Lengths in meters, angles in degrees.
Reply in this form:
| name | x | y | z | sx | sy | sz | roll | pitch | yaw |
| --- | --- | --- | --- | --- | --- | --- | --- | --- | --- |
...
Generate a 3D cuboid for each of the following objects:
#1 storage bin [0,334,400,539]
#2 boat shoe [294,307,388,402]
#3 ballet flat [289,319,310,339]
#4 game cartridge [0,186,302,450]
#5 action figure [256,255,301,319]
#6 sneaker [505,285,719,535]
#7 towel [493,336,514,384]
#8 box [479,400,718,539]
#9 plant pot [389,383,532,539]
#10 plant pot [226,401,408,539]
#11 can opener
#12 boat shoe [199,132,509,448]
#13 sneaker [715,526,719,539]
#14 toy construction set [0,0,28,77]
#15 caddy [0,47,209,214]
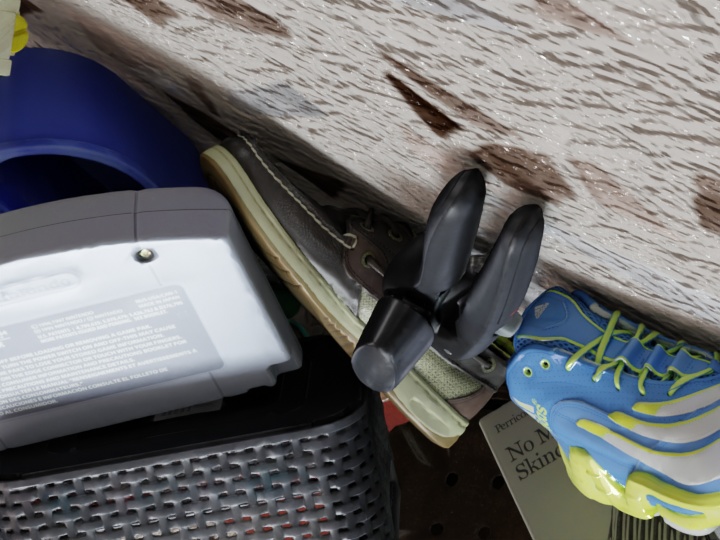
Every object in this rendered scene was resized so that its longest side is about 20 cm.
| name | x | y | z | sx | sy | sz | roll | pitch | yaw |
| --- | --- | --- | --- | --- | --- | --- | --- | --- | --- |
| storage bin | -0.084 | 0.110 | 1.035 | 0.198 | 0.095 | 0.135 | -11 | -164 | 5 |
| boat shoe | -0.009 | 0.042 | 1.266 | 0.071 | 0.076 | 0.200 | 29 | -177 | -26 |
| ballet flat | -0.070 | 0.068 | 1.185 | 0.073 | 0.073 | 0.200 | 30 | 168 | -3 |
| game cartridge | -0.140 | 0.025 | 0.951 | 0.198 | 0.042 | 0.134 | -13 | 134 | 10 |
| action figure | -0.066 | -0.004 | 1.153 | 0.117 | 0.055 | 0.199 | 9 | 179 | -34 |
| sneaker | 0.116 | 0.057 | 0.860 | 0.105 | 0.076 | 0.200 | 41 | 161 | -9 |
| towel | 0.100 | 0.069 | 1.195 | 0.143 | 0.023 | 0.200 | 30 | 172 | 0 |
| box | 0.138 | 0.146 | 0.973 | 0.068 | 0.082 | 0.201 | 42 | -162 | -58 |
| plant pot | 0.102 | 0.179 | 1.160 | 0.199 | 0.201 | 0.198 | 23 | 162 | 41 |
| plant pot | -0.038 | 0.121 | 1.458 | 0.199 | 0.177 | 0.200 | 28 | 172 | 11 |
| can opener | 0.046 | 0.005 | 0.850 | 0.063 | 0.079 | 0.200 | 24 | 160 | -3 |
| boat shoe | 0.000 | 0.000 | 0.965 | 0.200 | 0.065 | 0.073 | 49 | 176 | -29 |
| sneaker | 0.224 | 0.139 | 1.033 | 0.074 | 0.080 | 0.200 | 20 | -164 | -34 |
| toy construction set | -0.226 | -0.124 | 0.887 | 0.131 | 0.093 | 0.199 | 1 | -155 | -48 |
| caddy | -0.150 | -0.017 | 1.010 | 0.200 | 0.141 | 0.106 | 40 | -152 | -47 |
